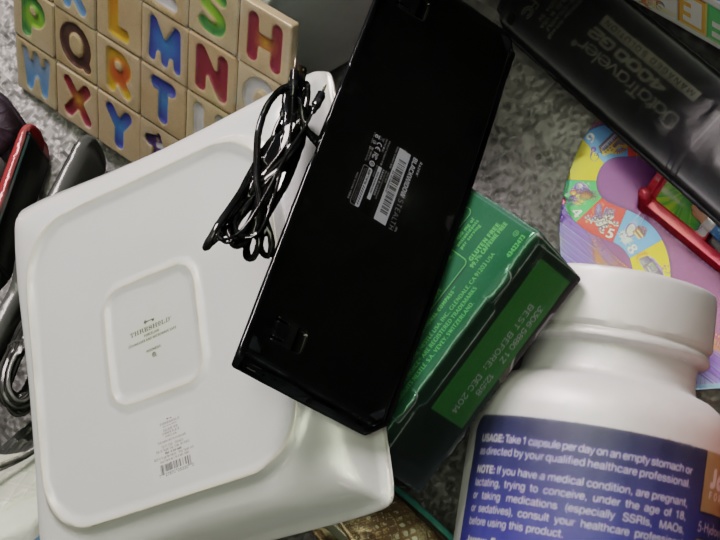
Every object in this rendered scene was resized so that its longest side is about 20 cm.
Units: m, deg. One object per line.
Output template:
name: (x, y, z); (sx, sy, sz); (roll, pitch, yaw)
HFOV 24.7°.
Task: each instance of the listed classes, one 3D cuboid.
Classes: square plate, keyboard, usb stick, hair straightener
square plate: (-0.084, 0.031, 0.739); (0.199, 0.028, 0.200); (-21, 67, 30)
keyboard: (-0.006, -0.038, 0.700); (0.104, 0.040, 0.202); (31, 64, -23)
usb stick: (0.141, -0.086, 0.790); (0.056, 0.033, 0.200); (-47, 56, 7)
hair straightener: (-0.166, 0.017, 0.826); (0.076, 0.041, 0.202); (8, 60, 16)

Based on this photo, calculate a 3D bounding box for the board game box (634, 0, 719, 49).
board game box: (0.216, -0.155, 0.780); (0.199, 0.034, 0.134); (37, 72, 27)

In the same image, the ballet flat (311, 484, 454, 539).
ballet flat: (-0.039, 0.097, 0.778); (0.200, 0.071, 0.065); (40, 68, 11)

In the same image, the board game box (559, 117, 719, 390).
board game box: (0.192, -0.027, 0.786); (0.198, 0.039, 0.160); (-5, 76, 10)

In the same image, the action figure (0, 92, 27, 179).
action figure: (-0.252, -0.009, 0.858); (0.129, 0.069, 0.202); (9, 72, 30)

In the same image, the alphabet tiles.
alphabet tiles: (-0.106, -0.118, 0.805); (0.199, 0.168, 0.008); (33, 46, 28)

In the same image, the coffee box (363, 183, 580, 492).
coffee box: (0.000, 0.000, 0.769); (0.123, 0.044, 0.200); (-53, 41, -1)

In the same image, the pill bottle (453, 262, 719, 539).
pill bottle: (0.102, 0.105, 0.734); (0.118, 0.120, 0.202); (8, 80, 13)

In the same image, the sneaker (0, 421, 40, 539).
sneaker: (-0.162, 0.123, 0.823); (0.198, 0.073, 0.072); (-23, 45, -6)

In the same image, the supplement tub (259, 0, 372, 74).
supplement tub: (-0.062, -0.207, 0.827); (0.144, 0.144, 0.201); (-37, 73, 1)
